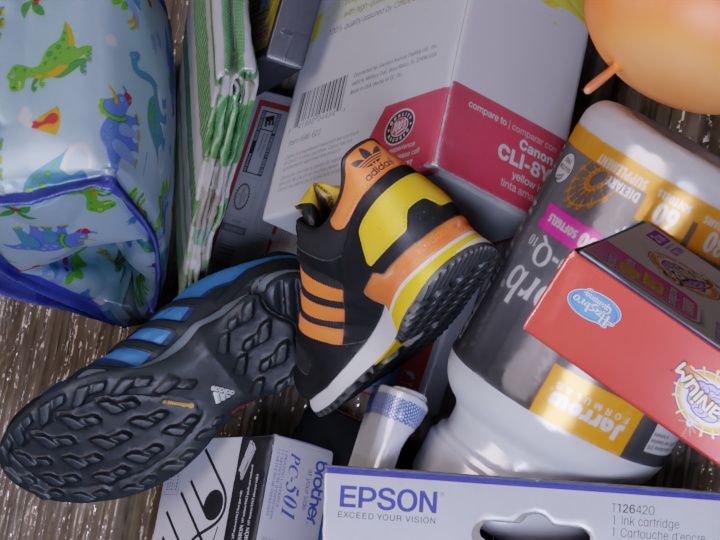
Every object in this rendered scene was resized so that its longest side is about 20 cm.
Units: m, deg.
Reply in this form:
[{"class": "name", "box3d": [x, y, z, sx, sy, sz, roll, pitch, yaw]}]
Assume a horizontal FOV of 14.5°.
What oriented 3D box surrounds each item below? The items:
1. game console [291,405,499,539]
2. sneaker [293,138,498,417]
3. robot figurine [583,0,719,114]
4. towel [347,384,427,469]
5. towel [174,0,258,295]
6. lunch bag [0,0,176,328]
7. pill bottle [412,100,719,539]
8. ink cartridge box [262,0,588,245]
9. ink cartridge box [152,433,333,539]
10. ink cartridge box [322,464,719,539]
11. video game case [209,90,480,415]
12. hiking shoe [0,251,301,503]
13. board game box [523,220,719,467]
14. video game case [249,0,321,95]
[{"class": "game console", "box3d": [-0.007, 0.183, 1.459, 0.177, 0.031, 0.200, 22, 91, 45]}, {"class": "sneaker", "box3d": [0.000, 0.000, 1.385, 0.090, 0.070, 0.200, 53, 154, 8]}, {"class": "robot figurine", "box3d": [0.172, -0.160, 1.333, 0.117, 0.144, 0.200, 1, 65, 51]}, {"class": "towel", "box3d": [-0.008, 0.149, 1.380, 0.147, 0.024, 0.200, 132, 156, -86]}, {"class": "towel", "box3d": [-0.081, -0.092, 1.536, 0.200, 0.023, 0.153, 103, 165, -50]}, {"class": "lunch bag", "box3d": [-0.158, -0.077, 1.582, 0.127, 0.200, 0.170, -6, 69, 14]}, {"class": "pill bottle", "box3d": [0.112, 0.031, 1.338, 0.116, 0.116, 0.200, 36, 101, 44]}, {"class": "ink cartridge box", "box3d": [0.042, -0.113, 1.441, 0.145, 0.083, 0.200, -16, 56, 52]}, {"class": "ink cartridge box", "box3d": [-0.074, 0.187, 1.482, 0.094, 0.044, 0.200, -5, 71, 51]}, {"class": "ink cartridge box", "box3d": [0.073, 0.196, 1.282, 0.047, 0.198, 0.200, 103, 172, -71]}, {"class": "video game case", "box3d": [-0.009, -0.013, 1.538, 0.200, 0.017, 0.143, 17, 88, 46]}, {"class": "hiking shoe", "box3d": [-0.099, 0.058, 1.508, 0.200, 0.074, 0.087, -27, 18, 4]}, {"class": "board game box", "box3d": [0.175, 0.056, 1.185, 0.200, 0.153, 0.040, 35, 104, 11]}, {"class": "video game case", "box3d": [-0.035, -0.188, 1.544, 0.200, 0.025, 0.181, 171, 115, -78]}]
